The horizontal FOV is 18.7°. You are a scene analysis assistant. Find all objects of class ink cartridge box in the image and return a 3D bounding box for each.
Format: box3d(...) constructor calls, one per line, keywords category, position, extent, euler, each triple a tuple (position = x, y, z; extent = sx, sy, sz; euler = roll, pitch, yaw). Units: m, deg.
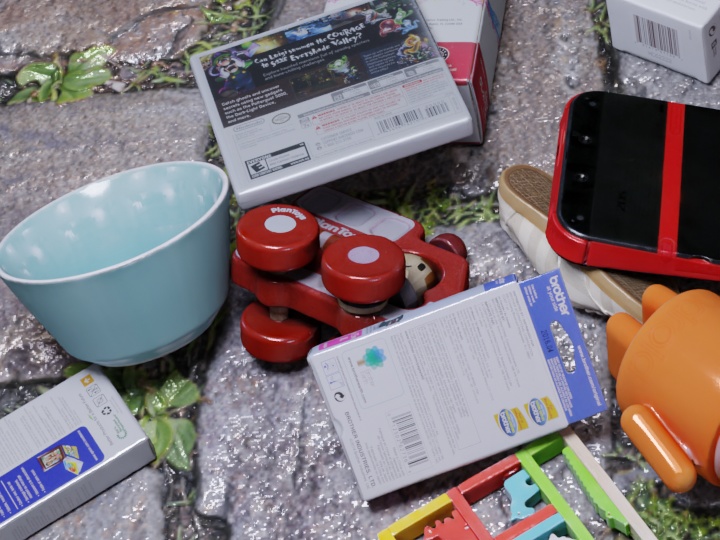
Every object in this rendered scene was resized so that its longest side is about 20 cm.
box3d(category="ink cartridge box", position=(0.046, -0.211, 1.907), extent=(0.144, 0.083, 0.201), euler=(0, 52, 15))
box3d(category="ink cartridge box", position=(-0.268, 0.160, 1.720), extent=(0.199, 0.037, 0.095), euler=(-30, 51, -13))
box3d(category="ink cartridge box", position=(0.073, 0.082, 1.635), extent=(0.198, 0.120, 0.042), euler=(-20, 8, 6))

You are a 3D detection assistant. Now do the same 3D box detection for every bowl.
box3d(category="bowl", position=(-0.184, 0.003, 1.755), extent=(0.199, 0.106, 0.201), euler=(-16, 25, 8))

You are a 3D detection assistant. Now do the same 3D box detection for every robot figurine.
box3d(category="robot figurine", position=(0.264, 0.093, 1.584), extent=(0.143, 0.117, 0.200), euler=(0, 30, -49))

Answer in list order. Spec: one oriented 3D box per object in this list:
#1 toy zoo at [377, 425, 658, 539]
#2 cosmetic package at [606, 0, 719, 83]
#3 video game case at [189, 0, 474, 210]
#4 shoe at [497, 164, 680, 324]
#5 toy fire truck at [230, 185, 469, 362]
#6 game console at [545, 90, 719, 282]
box3d(category="toy zoo", position=(0.102, 0.208, 1.594), extent=(0.199, 0.021, 0.131), euler=(-29, 50, -10))
box3d(category="cosmetic package", position=(0.308, -0.265, 1.890), extent=(0.101, 0.072, 0.200), euler=(26, 62, 31))
box3d(category="video game case", position=(-0.026, -0.144, 1.792), extent=(0.198, 0.023, 0.183), euler=(-18, 47, -3))
box3d(category="shoe", position=(0.179, -0.008, 1.736), extent=(0.070, 0.054, 0.200), euler=(-15, 46, -38))
box3d(category="toy fire truck", position=(0.000, 0.000, 1.743), extent=(0.199, 0.113, 0.168), euler=(20, 39, 29))
box3d(category="game console", position=(0.241, -0.067, 1.741), extent=(0.175, 0.031, 0.201), euler=(10, 43, 2))
